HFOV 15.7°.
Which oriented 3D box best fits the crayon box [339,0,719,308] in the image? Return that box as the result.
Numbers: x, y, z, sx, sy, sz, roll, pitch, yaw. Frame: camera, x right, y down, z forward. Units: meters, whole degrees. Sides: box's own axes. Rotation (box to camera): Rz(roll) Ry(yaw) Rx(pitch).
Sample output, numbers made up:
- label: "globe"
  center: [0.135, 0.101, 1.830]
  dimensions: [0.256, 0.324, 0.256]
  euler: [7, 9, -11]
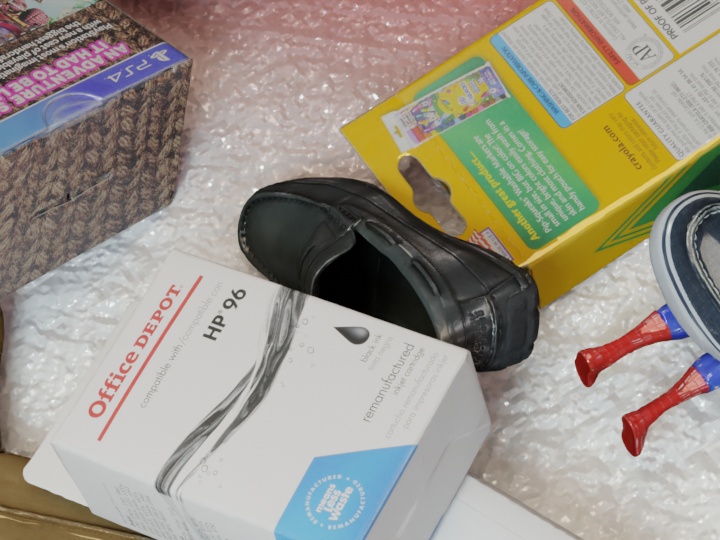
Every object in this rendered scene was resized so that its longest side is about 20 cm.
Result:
- label: "crayon box"
  center: [0.108, -0.071, 1.308]
  dimensions: [0.200, 0.052, 0.126]
  euler: [-33, 61, -7]

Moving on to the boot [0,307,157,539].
- label: "boot"
  center: [-0.140, 0.103, 1.267]
  dimensions: [0.200, 0.066, 0.175]
  euler: [14, 73, 16]

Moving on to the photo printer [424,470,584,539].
- label: "photo printer"
  center: [0.051, 0.185, 1.175]
  dimensions: [0.200, 0.069, 0.166]
  euler: [29, 71, 24]

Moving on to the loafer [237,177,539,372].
- label: "loafer"
  center: [0.000, 0.000, 1.251]
  dimensions: [0.070, 0.068, 0.201]
  euler: [-11, 23, -38]

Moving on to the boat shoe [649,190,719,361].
- label: "boat shoe"
  center: [0.215, 0.034, 1.171]
  dimensions: [0.071, 0.091, 0.200]
  euler: [-41, 84, -13]

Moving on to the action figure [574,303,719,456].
- label: "action figure"
  center: [0.199, 0.015, 1.246]
  dimensions: [0.200, 0.052, 0.065]
  euler: [-29, 66, -10]

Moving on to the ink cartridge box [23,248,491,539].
- label: "ink cartridge box"
  center: [-0.057, 0.067, 1.188]
  dimensions: [0.200, 0.068, 0.116]
  euler: [18, 62, 25]

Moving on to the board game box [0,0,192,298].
- label: "board game box"
  center: [-0.214, -0.089, 1.324]
  dimensions: [0.200, 0.097, 0.159]
  euler: [36, 46, 26]
